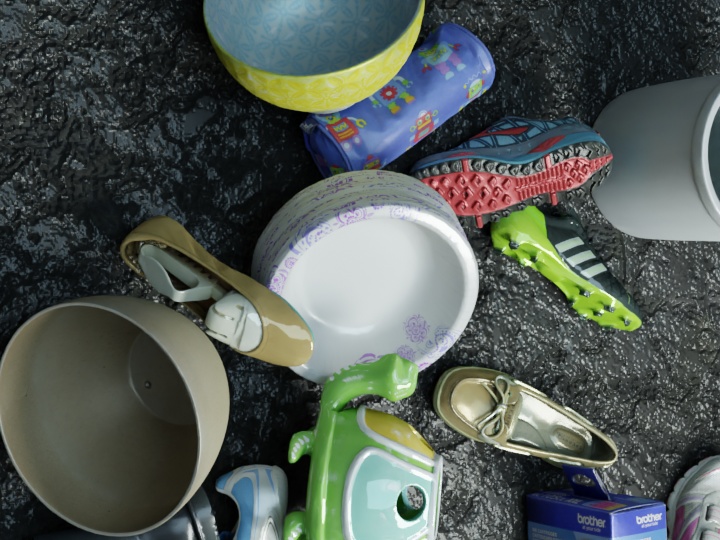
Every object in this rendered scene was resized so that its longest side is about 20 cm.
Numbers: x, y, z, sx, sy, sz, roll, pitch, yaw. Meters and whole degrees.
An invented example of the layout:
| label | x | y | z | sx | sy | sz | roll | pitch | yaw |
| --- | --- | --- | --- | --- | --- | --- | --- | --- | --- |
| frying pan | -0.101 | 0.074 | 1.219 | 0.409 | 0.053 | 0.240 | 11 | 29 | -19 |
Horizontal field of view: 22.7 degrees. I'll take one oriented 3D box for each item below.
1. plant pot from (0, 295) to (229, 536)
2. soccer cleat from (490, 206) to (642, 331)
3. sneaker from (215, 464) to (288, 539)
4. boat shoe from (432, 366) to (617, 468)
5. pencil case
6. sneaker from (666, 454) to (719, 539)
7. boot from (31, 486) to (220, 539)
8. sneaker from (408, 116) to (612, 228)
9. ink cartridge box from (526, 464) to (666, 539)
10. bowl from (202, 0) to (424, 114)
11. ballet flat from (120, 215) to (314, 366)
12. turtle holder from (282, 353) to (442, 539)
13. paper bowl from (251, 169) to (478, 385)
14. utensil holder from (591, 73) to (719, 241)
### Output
| label | x | y | z | sx | sy | sz | roll | pitch | yaw |
| --- | --- | --- | --- | --- | --- | --- | --- | --- | --- |
| plant pot | -0.189 | 0.107 | 1.522 | 0.134 | 0.199 | 0.202 | -30 | 107 | -61 |
| soccer cleat | 0.214 | -0.011 | 1.791 | 0.200 | 0.067 | 0.081 | 36 | 62 | -23 |
| sneaker | -0.095 | 0.274 | 1.633 | 0.072 | 0.072 | 0.202 | -4 | 99 | 4 |
| boat shoe | 0.163 | 0.148 | 1.763 | 0.200 | 0.063 | 0.074 | 28 | 78 | -26 |
| pencil case | 0.032 | -0.155 | 1.682 | 0.200 | 0.087 | 0.078 | -37 | 150 | -22 |
| sneaker | 0.358 | 0.287 | 1.855 | 0.081 | 0.088 | 0.201 | 30 | 77 | -25 |
| boot | -0.195 | 0.293 | 1.570 | 0.167 | 0.076 | 0.201 | -19 | 117 | -13 |
| sneaker | 0.139 | -0.103 | 1.747 | 0.198 | 0.096 | 0.080 | -9 | 125 | -6 |
| ink cartridge box | 0.232 | 0.290 | 1.760 | 0.076 | 0.136 | 0.202 | -3 | 92 | -33 |
| bowl | -0.038 | -0.206 | 1.610 | 0.200 | 0.200 | 0.108 | -36 | 145 | -23 |
| ballet flat | -0.130 | 0.027 | 1.551 | 0.063 | 0.200 | 0.069 | -25 | 144 | -51 |
| turtle holder | 0.008 | 0.180 | 1.612 | 0.131 | 0.141 | 0.187 | 5 | 65 | 8 |
| paper bowl | 0.000 | 0.000 | 1.623 | 0.199 | 0.105 | 0.202 | -7 | 124 | -11 |
| utensil holder | 0.341 | -0.110 | 1.778 | 0.169 | 0.200 | 0.171 | -1 | 91 | -29 |
